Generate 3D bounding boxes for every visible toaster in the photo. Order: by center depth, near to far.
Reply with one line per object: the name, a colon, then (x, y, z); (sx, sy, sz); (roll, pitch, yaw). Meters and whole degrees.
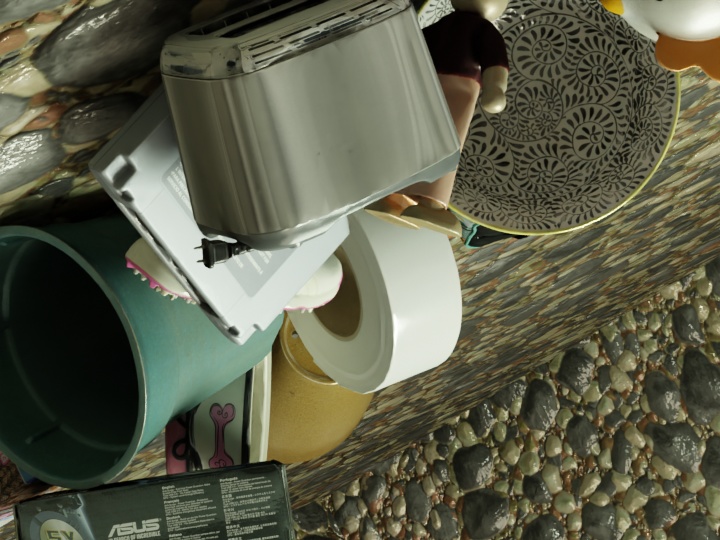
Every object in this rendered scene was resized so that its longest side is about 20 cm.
toaster: (-0.039, -0.097, 1.136); (0.200, 0.129, 0.114); (-26, -158, -29)

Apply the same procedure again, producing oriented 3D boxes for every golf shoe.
golf shoe: (-0.075, -0.021, 1.332); (0.200, 0.075, 0.092); (5, 111, -52)

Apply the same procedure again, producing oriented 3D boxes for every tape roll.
tape roll: (0.000, 0.000, 1.563); (0.071, 0.202, 0.202); (-21, 168, -28)

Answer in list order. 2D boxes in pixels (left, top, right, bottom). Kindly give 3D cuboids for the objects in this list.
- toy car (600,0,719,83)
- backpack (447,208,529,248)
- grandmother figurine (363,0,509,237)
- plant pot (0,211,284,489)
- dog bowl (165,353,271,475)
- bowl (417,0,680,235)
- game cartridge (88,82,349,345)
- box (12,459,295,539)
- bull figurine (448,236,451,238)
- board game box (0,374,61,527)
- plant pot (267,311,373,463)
toy car: (0.158, -0.190, 1.062); (0.177, 0.200, 0.184); (-24, 168, -12)
backpack: (0.133, -0.110, 1.482); (0.176, 0.153, 0.200); (-28, -178, 0)
grandmother figurine: (0.059, -0.127, 1.246); (0.121, 0.200, 0.061); (14, 174, 38)
plant pot: (-0.173, 0.038, 1.410); (0.200, 0.200, 0.196); (-36, 173, 39)
dog bowl: (-0.121, 0.116, 1.595); (0.074, 0.200, 0.200); (2, 168, 2)
bowl: (0.123, -0.127, 1.335); (0.201, 0.201, 0.094); (-27, -177, 3)
game cartridge: (-0.084, -0.054, 1.231); (0.133, 0.042, 0.200); (-52, 139, -17)
box: (-0.152, 0.200, 1.412); (0.200, 0.086, 0.164); (-8, 176, -4)
bull figurine: (0.072, -0.058, 1.823); (0.200, 0.065, 0.121); (-23, 172, -6)
board game box: (-0.327, 0.129, 1.512); (0.200, 0.159, 0.097); (-32, 169, 28)
plant pot: (-0.052, 0.081, 1.797); (0.186, 0.186, 0.200); (-23, 174, -20)
